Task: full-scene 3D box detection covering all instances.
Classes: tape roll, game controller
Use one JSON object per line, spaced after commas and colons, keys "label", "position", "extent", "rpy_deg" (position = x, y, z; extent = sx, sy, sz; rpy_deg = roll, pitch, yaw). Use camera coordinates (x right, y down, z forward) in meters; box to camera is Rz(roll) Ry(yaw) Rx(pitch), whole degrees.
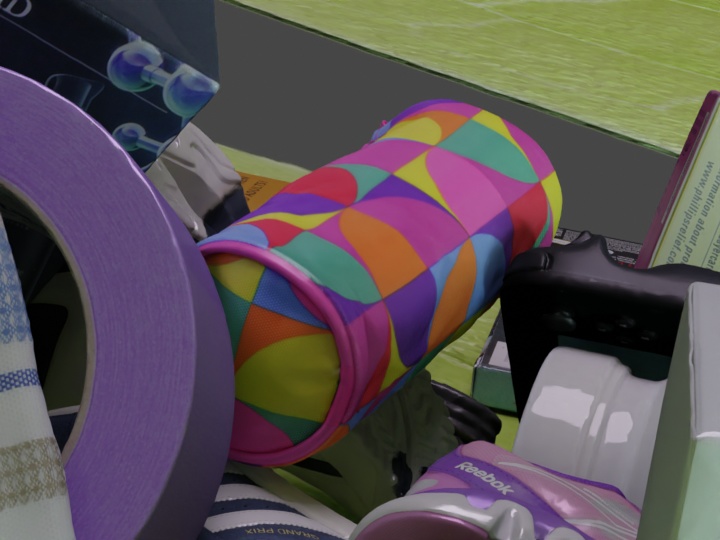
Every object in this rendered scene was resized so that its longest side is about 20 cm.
{"label": "tape roll", "position": [-0.143, 0.036, 0.918], "extent": [0.199, 0.201, 0.066], "rpy_deg": [14, -13, 12]}
{"label": "game controller", "position": [0.108, 0.041, 1.102], "extent": [0.104, 0.042, 0.200], "rpy_deg": [19, -17, 13]}

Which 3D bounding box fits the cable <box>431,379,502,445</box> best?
{"label": "cable", "position": [-0.043, 0.042, 1.183], "extent": [0.200, 0.097, 0.050], "rpy_deg": [30, 65, 6]}

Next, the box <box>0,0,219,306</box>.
{"label": "box", "position": [-0.167, -0.063, 1.033], "extent": [0.148, 0.200, 0.107], "rpy_deg": [30, 29, -26]}

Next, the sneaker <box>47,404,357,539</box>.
{"label": "sneaker", "position": [-0.056, 0.102, 0.960], "extent": [0.199, 0.075, 0.084], "rpy_deg": [20, 18, 27]}

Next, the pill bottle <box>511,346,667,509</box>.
{"label": "pill bottle", "position": [0.152, 0.095, 1.008], "extent": [0.199, 0.117, 0.116], "rpy_deg": [13, 21, 12]}

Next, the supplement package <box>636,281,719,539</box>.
{"label": "supplement package", "position": [0.128, 0.121, 0.804], "extent": [0.117, 0.201, 0.117], "rpy_deg": [10, 21, 3]}

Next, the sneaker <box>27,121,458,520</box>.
{"label": "sneaker", "position": [-0.062, 0.048, 1.111], "extent": [0.199, 0.130, 0.080], "rpy_deg": [45, 31, -9]}

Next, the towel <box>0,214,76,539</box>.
{"label": "towel", "position": [-0.165, 0.048, 0.873], "extent": [0.146, 0.201, 0.024], "rpy_deg": [-17, -14, 2]}

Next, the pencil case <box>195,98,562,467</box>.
{"label": "pencil case", "position": [0.000, 0.000, 1.034], "extent": [0.088, 0.089, 0.200], "rpy_deg": [16, 23, 19]}

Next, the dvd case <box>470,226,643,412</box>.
{"label": "dvd case", "position": [0.134, 0.030, 1.312], "extent": [0.145, 0.022, 0.200], "rpy_deg": [11, 19, 7]}

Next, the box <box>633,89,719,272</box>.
{"label": "box", "position": [0.217, 0.007, 1.192], "extent": [0.199, 0.097, 0.176], "rpy_deg": [23, 6, 4]}

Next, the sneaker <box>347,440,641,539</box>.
{"label": "sneaker", "position": [0.090, 0.114, 0.917], "extent": [0.200, 0.081, 0.089], "rpy_deg": [29, 25, -4]}

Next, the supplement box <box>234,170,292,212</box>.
{"label": "supplement box", "position": [-0.074, -0.008, 1.263], "extent": [0.199, 0.069, 0.067], "rpy_deg": [10, 18, 10]}
